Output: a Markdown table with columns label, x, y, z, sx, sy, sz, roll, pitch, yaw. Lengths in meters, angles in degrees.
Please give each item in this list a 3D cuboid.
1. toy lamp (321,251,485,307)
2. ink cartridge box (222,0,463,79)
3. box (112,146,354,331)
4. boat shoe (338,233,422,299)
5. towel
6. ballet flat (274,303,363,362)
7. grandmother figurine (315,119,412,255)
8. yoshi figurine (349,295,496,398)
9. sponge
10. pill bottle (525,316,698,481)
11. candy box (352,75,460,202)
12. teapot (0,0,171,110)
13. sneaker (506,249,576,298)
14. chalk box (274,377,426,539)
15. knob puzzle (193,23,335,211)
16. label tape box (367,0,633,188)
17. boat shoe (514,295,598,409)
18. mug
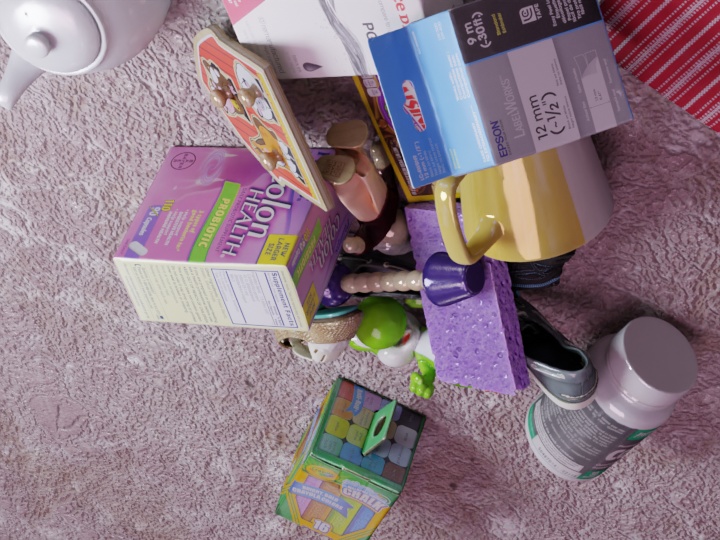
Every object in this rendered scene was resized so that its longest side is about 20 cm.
| label | x | y | z | sx | sy | sz | roll | pitch | yaw |
| --- | --- | --- | --- | --- | --- | --- | --- | --- | --- |
| toy lamp | 0.042 | 0.010 | 1.764 | 0.199 | 0.058 | 0.058 | 0 | 136 | 43 |
| ink cartridge box | -0.020 | -0.260 | 1.580 | 0.199 | 0.083 | 0.147 | 0 | 134 | 24 |
| box | -0.129 | -0.037 | 1.797 | 0.199 | 0.176 | 0.097 | 4 | 137 | 21 |
| boat shoe | 0.000 | 0.000 | 1.872 | 0.199 | 0.057 | 0.069 | -1 | 135 | 24 |
| towel | 0.312 | -0.203 | 1.544 | 0.200 | 0.023 | 0.145 | 33 | 140 | -10 |
| ballet flat | -0.044 | 0.069 | 1.902 | 0.070 | 0.066 | 0.200 | -10 | -174 | -19 |
| grandmother figurine | 0.011 | -0.070 | 1.751 | 0.060 | 0.122 | 0.200 | 21 | 165 | 28 |
| yoshi figurine | 0.073 | 0.076 | 1.895 | 0.199 | 0.112 | 0.112 | 10 | 122 | 18 |
| sponge | 0.110 | 0.027 | 1.774 | 0.111 | 0.030 | 0.201 | 7 | 116 | 45 |
| pill bottle | 0.273 | 0.139 | 1.860 | 0.113 | 0.113 | 0.200 | 29 | 140 | -8 |
| candy box | 0.062 | -0.152 | 1.705 | 0.102 | 0.026 | 0.200 | -6 | 132 | 25 |
| teapot | -0.283 | -0.262 | 1.646 | 0.196 | 0.146 | 0.201 | 2 | 135 | 21 |
| sneaker | 0.191 | -0.029 | 1.755 | 0.082 | 0.073 | 0.200 | 37 | 148 | -22 |
| chalk box | -0.007 | 0.225 | 2.068 | 0.123 | 0.125 | 0.200 | 24 | 138 | -3 |
| knob puzzle | -0.117 | -0.156 | 1.688 | 0.220 | 0.030 | 0.220 | 49 | 165 | 18 |
| label tape box | 0.124 | -0.169 | 1.508 | 0.066 | 0.199 | 0.144 | -168 | 60 | -77 |
| boat shoe | 0.174 | 0.063 | 1.806 | 0.200 | 0.073 | 0.062 | 43 | 160 | 29 |
| mug | 0.154 | -0.102 | 1.612 | 0.149 | 0.187 | 0.154 | -6 | 124 | 14 |
